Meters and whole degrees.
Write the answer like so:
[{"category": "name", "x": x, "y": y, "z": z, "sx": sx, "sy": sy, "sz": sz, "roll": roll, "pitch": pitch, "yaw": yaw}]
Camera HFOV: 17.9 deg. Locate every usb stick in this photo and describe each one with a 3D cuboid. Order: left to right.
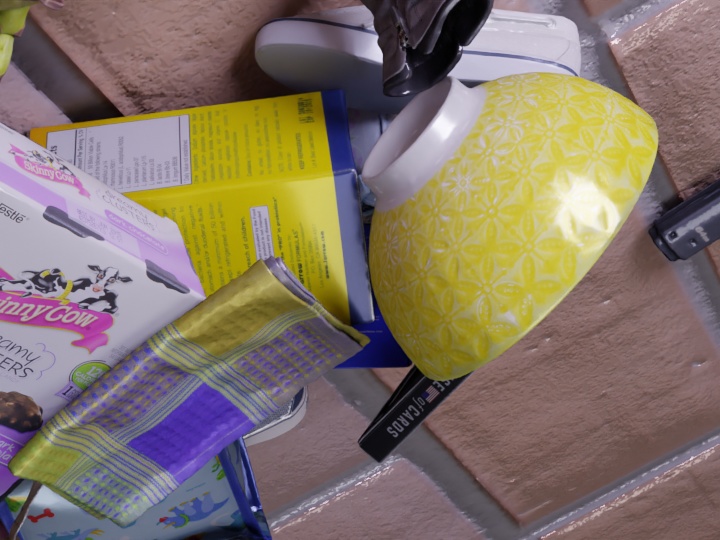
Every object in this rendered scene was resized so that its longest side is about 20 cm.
[{"category": "usb stick", "x": 0.315, "y": -0.072, "z": 1.765, "sx": 0.199, "sy": 0.033, "sz": 0.055, "roll": -33, "pitch": 150, "yaw": 15}]

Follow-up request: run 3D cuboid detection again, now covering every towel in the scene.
[{"category": "towel", "x": -0.097, "y": 0.074, "z": 1.317, "sx": 0.199, "sy": 0.023, "sz": 0.144, "roll": -36, "pitch": 152, "yaw": 4}]

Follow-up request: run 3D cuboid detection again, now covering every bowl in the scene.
[{"category": "bowl", "x": 0.065, "y": -0.047, "z": 1.313, "sx": 0.108, "sy": 0.201, "sz": 0.200, "roll": 41, "pitch": 118, "yaw": -15}]

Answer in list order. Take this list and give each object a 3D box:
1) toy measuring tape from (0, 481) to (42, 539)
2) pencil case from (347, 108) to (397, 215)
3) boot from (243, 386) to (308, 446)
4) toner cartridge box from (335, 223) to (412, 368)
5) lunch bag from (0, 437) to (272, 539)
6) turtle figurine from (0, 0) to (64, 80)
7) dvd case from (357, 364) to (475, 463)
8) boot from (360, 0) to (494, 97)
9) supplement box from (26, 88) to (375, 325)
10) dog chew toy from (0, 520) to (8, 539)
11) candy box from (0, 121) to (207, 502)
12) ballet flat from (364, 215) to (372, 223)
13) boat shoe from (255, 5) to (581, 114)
[{"category": "toy measuring tape", "x": -0.157, "y": 0.103, "z": 1.446, "sx": 0.073, "sy": 0.073, "sz": 0.201, "roll": 21, "pitch": 96, "yaw": -52}, {"category": "pencil case", "x": 0.059, "y": -0.073, "z": 1.517, "sx": 0.199, "sy": 0.091, "sz": 0.083, "roll": 5, "pitch": 139, "yaw": -42}, {"category": "boot", "x": -0.139, "y": 0.106, "z": 1.694, "sx": 0.199, "sy": 0.073, "sz": 0.091, "roll": -28, "pitch": 141, "yaw": -6}, {"category": "toner cartridge box", "x": -0.065, "y": 0.017, "z": 1.497, "sx": 0.198, "sy": 0.096, "sz": 0.043, "roll": 0, "pitch": -179, "yaw": 2}, {"category": "lunch bag", "x": -0.161, "y": 0.158, "z": 1.619, "sx": 0.169, "sy": 0.128, "sz": 0.201, "roll": -12, "pitch": 142, "yaw": 1}, {"category": "turtle figurine", "x": -0.179, "y": -0.161, "z": 1.228, "sx": 0.199, "sy": 0.065, "sz": 0.161, "roll": 9, "pitch": 136, "yaw": -44}, {"category": "dvd case", "x": 0.083, "y": 0.022, "z": 1.448, "sx": 0.150, "sy": 0.025, "sz": 0.200, "roll": -49, "pitch": -179, "yaw": 44}, {"category": "boot", "x": 0.044, "y": -0.199, "z": 1.261, "sx": 0.069, "sy": 0.132, "sz": 0.201, "roll": -10, "pitch": 147, "yaw": -23}, {"category": "supplement box", "x": -0.098, "y": -0.027, "z": 1.379, "sx": 0.198, "sy": 0.109, "sz": 0.110, "roll": -7, "pitch": 121, "yaw": 0}, {"category": "dog chew toy", "x": -0.273, "y": 0.225, "z": 1.728, "sx": 0.124, "sy": 0.125, "sz": 0.199, "roll": -42, "pitch": 154, "yaw": 28}, {"category": "candy box", "x": -0.214, "y": 0.027, "z": 1.266, "sx": 0.200, "sy": 0.072, "sz": 0.167, "roll": -43, "pitch": 134, "yaw": 17}, {"category": "ballet flat", "x": 0.000, "y": 0.000, "z": 1.617, "sx": 0.199, "sy": 0.072, "sz": 0.072, "roll": -28, "pitch": 150, "yaw": 5}, {"category": "boat shoe", "x": 0.038, "y": -0.149, "z": 1.403, "sx": 0.200, "sy": 0.087, "sz": 0.075, "roll": 6, "pitch": 155, "yaw": 6}]
